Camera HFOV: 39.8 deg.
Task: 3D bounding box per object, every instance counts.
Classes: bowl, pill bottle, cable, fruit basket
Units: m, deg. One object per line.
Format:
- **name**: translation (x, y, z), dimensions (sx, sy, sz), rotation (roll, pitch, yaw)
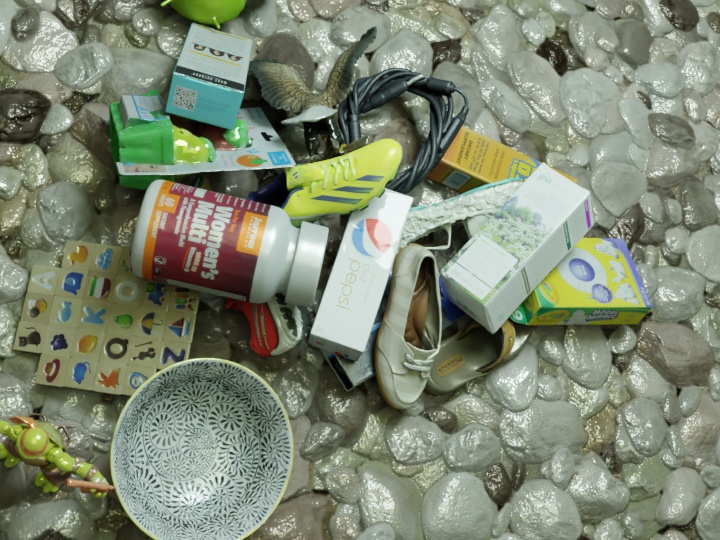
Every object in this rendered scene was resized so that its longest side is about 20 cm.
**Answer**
- **bowl**: translation (-0.182, 0.197, 1.090), dimensions (0.199, 0.094, 0.202), rotation (2, 85, -25)
- **pill bottle**: translation (-0.141, -0.025, 1.087), dimensions (0.199, 0.110, 0.110), rotation (13, 70, -4)
- **cable**: translation (0.035, -0.176, 1.278), dimensions (0.163, 0.051, 0.201), rotation (28, 77, 20)
- **fruit basket**: translation (-0.194, -0.161, 1.171), dimensions (0.199, 0.094, 0.185), rotation (-10, 33, -14)

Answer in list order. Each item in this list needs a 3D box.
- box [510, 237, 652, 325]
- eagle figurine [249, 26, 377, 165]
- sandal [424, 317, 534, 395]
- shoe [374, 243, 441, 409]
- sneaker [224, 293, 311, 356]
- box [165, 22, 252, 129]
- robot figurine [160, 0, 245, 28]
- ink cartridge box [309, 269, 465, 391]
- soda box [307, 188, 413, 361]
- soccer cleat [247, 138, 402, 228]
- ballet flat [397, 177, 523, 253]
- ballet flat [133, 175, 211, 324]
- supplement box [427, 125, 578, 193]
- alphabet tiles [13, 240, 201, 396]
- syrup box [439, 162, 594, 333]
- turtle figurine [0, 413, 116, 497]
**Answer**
- **box**: translation (0.273, 0.012, 1.308), dimensions (0.199, 0.048, 0.118), rotation (-1, 55, -20)
- **eagle figurine**: translation (-0.050, -0.214, 1.234), dimensions (0.151, 0.151, 0.201), rotation (4, 68, -33)
- **sandal**: translation (0.156, 0.090, 1.262), dimensions (0.199, 0.054, 0.081), rotation (-32, 86, -28)
- **shoe**: translation (0.060, 0.070, 1.185), dimensions (0.070, 0.053, 0.202), rotation (3, 95, -28)
- **sneaker**: translation (-0.132, 0.010, 1.187), dimensions (0.077, 0.085, 0.201), rotation (22, 41, -56)
- **box**: translation (-0.178, -0.236, 1.192), dimensions (0.082, 0.049, 0.200), rotation (14, 28, -10)
- **robot figurine**: translation (-0.183, -0.403, 1.272), dimensions (0.174, 0.116, 0.201), rotation (20, 69, -5)
- **ink cartridge box**: translation (0.039, 0.057, 1.245), dimensions (0.199, 0.039, 0.100), rotation (-32, 84, -24)
- **soda box**: translation (0.000, 0.000, 1.186), dimensions (0.068, 0.064, 0.201), rotation (19, 73, -1)
- **soccer cleat**: translation (-0.044, -0.102, 1.157), dimensions (0.084, 0.199, 0.065), rotation (41, 34, -40)
- **ballet flat**: translation (0.117, -0.062, 1.275), dimensions (0.199, 0.072, 0.072), rotation (-15, 77, 4)
- **ballet flat**: translation (-0.207, -0.013, 1.178), dimensions (0.063, 0.069, 0.201), rotation (27, 76, -18)
- **supplement box**: translation (0.188, -0.126, 1.335), dimensions (0.199, 0.069, 0.067), rotation (23, 70, -12)
- **alphabet tiles**: translation (-0.284, 0.053, 1.120), dimensions (0.199, 0.006, 0.168), rotation (7, 76, 4)
- **syrup box**: translation (0.197, -0.029, 1.238), dimensions (0.200, 0.082, 0.079), rotation (-46, 58, -11)
- **turtle figurine**: translation (-0.341, 0.178, 1.017), dimensions (0.199, 0.161, 0.065), rotation (24, 68, -9)
